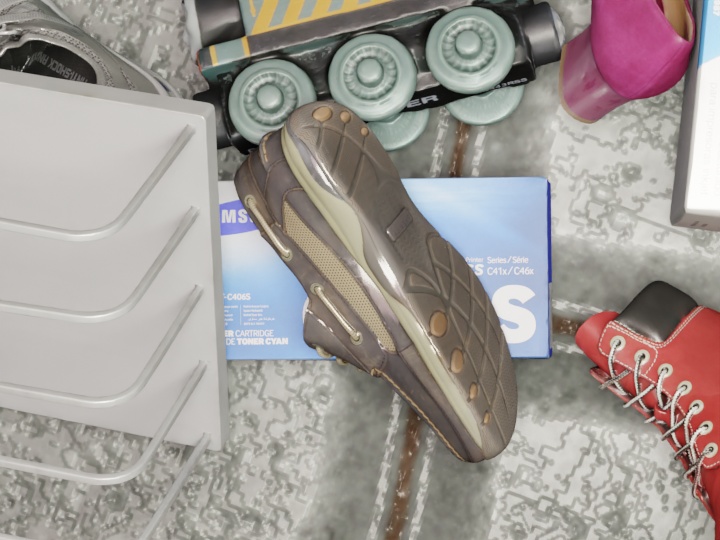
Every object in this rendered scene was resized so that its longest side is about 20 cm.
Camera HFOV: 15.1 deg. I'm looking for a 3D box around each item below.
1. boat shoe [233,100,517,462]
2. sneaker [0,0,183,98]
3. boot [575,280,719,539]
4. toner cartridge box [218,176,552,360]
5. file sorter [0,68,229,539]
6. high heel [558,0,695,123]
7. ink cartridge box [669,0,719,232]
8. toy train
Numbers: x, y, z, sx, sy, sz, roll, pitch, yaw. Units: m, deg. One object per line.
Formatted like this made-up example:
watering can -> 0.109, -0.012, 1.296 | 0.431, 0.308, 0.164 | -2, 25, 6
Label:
boat shoe -> 0.008, 0.011, 1.370 | 0.073, 0.074, 0.200 | -28, 96, 33
sneaker -> -0.183, -0.115, 1.411 | 0.199, 0.082, 0.075 | 23, 90, 24
boot -> 0.161, 0.086, 1.344 | 0.144, 0.200, 0.073 | 22, 130, 6
toner cartridge box -> 0.000, 0.000, 1.421 | 0.199, 0.043, 0.096 | -1, 87, 5
file sorter -> -0.153, 0.023, 1.338 | 0.138, 0.125, 0.201 | 10, 124, 16
high heel -> 0.144, -0.176, 1.368 | 0.067, 0.096, 0.201 | 12, 67, -27
ink cartridge box -> 0.262, -0.086, 1.348 | 0.199, 0.145, 0.148 | 6, 88, 4
toy train -> 0.003, -0.123, 1.411 | 0.199, 0.085, 0.114 | -14, 74, 6
